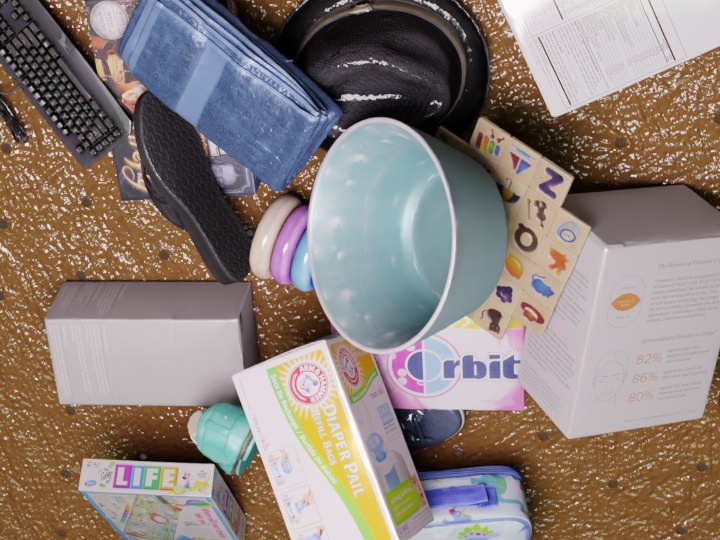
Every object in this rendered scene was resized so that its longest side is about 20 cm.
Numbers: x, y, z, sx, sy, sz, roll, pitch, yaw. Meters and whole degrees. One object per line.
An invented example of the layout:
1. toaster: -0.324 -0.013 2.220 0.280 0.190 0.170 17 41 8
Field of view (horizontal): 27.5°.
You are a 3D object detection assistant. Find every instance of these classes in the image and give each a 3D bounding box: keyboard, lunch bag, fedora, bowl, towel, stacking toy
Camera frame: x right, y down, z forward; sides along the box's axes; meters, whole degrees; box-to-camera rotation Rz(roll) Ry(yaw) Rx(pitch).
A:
1. keyboard: -0.312 -0.179 1.375 0.127 0.021 0.200 -33 99 31
2. lunch bag: 0.073 0.269 1.505 0.199 0.083 0.161 -5 140 -5
3. fedora: 0.015 -0.166 1.318 0.200 0.092 0.201 3 118 6
4. bowl: 0.052 -0.030 1.275 0.105 0.201 0.201 0 126 -38
5. towel: -0.120 -0.163 1.292 0.200 0.049 0.112 39 128 3
6. stacking toy: 0.000 0.000 1.383 0.199 0.085 0.086 22 119 14

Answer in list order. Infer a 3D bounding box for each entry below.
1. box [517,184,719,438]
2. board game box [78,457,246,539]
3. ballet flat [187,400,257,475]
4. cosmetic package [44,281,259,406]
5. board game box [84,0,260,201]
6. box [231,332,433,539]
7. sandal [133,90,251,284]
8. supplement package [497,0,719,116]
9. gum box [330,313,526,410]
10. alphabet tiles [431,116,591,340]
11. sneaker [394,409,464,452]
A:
1. box: 0.246 0.036 1.356 0.152 0.106 0.201 -5 120 -22
2. board game box: -0.200 0.243 1.526 0.134 0.034 0.200 2 155 6
3. ballet flat: -0.134 0.159 1.447 0.070 0.200 0.068 26 79 2
4. cosmetic package: -0.206 0.073 1.476 0.199 0.090 0.107 0 118 4
5. board game box: -0.173 -0.165 1.375 0.135 0.035 0.201 -3 117 8
6. box: -0.024 0.165 1.369 0.101 0.112 0.201 -21 87 19
7. sandal: -0.167 -0.071 1.366 0.048 0.075 0.201 -11 117 32
8. supplement package: 0.218 -0.256 1.191 0.199 0.191 0.147 -22 113 18
9. gum box: 0.074 0.072 1.448 0.199 0.066 0.114 0 118 7
10. alphabet tiles: 0.118 -0.035 1.324 0.166 0.006 0.200 35 133 18
11. sneaker: 0.010 0.180 1.502 0.199 0.085 0.075 -16 114 15
